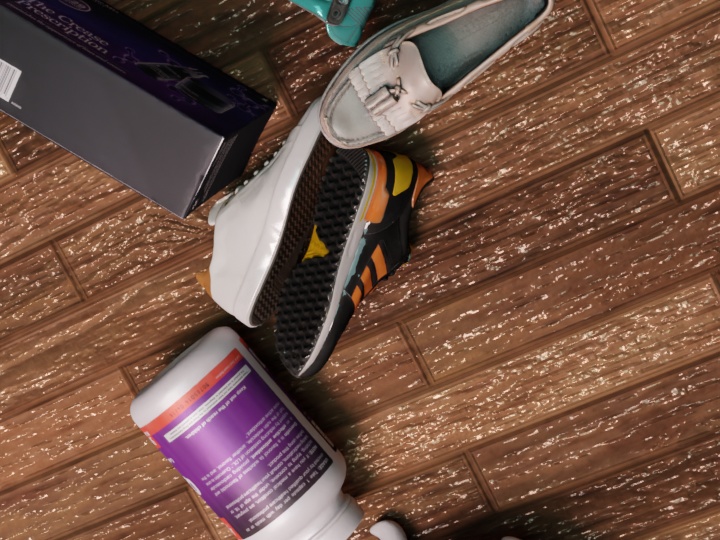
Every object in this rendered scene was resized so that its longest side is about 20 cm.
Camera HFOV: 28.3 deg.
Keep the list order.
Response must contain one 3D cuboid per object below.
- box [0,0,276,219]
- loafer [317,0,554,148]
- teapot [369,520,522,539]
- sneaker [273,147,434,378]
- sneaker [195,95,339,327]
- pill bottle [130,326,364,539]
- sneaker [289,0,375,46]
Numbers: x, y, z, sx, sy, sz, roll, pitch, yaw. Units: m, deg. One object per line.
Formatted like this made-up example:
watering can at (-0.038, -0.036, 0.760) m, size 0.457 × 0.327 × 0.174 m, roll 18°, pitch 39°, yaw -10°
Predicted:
box at (-0.183, -0.136, 1.105) m, size 0.200 × 0.141 × 0.079 m, roll 31°, pitch 109°, yaw 2°
loafer at (0.055, -0.158, 1.052) m, size 0.200 × 0.063 × 0.072 m, roll -34°, pitch 104°, yaw 0°
teapot at (0.113, 0.292, 1.165) m, size 0.200 × 0.197 × 0.146 m, roll 26°, pitch 74°, yaw -17°
sneaker at (0.000, 0.000, 1.135) m, size 0.090 × 0.070 × 0.201 m, roll 6°, pitch 113°, yaw -33°
sneaker at (-0.077, -0.060, 1.141) m, size 0.085 × 0.073 × 0.200 m, roll 32°, pitch 102°, yaw 24°
pill bottle at (-0.090, 0.152, 1.187) m, size 0.112 × 0.112 × 0.200 m, roll -39°, pitch 95°, yaw 21°
sneaker at (0.014, -0.226, 1.059) m, size 0.199 × 0.084 × 0.121 m, roll 11°, pitch 104°, yaw 18°
